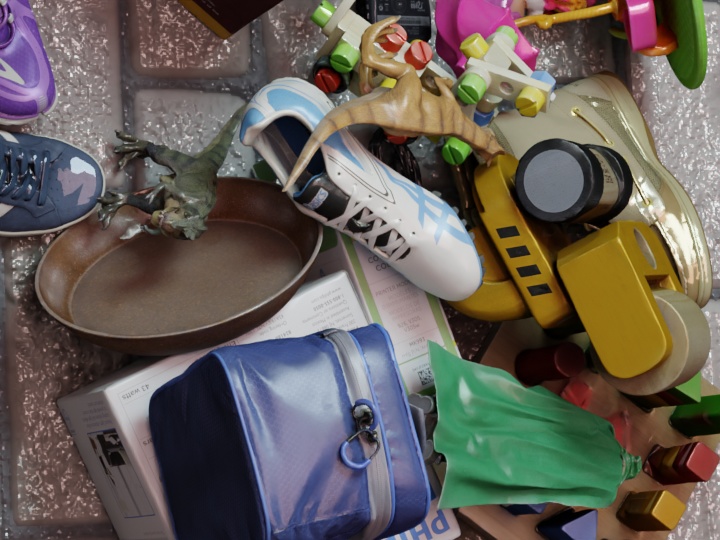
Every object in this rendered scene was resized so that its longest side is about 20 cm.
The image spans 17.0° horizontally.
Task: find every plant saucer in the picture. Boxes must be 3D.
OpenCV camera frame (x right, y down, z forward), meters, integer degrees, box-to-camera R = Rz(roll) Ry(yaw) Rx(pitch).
[{"bbox_3d":[-0.121,0.001,1.637,0.199,0.200,0.035,-24,124,-22],"label":"plant saucer"}]

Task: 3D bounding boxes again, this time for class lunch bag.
[{"bbox_3d":[-0.036,0.111,1.500,0.131,0.200,0.137,-11,82,-25],"label":"lunch bag"}]

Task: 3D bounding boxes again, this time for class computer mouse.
[{"bbox_3d":[0.021,-0.137,1.783,0.058,0.034,0.202,1,88,-38],"label":"computer mouse"}]

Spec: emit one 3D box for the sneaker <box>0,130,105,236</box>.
[{"bbox_3d":[-0.264,-0.069,1.628,0.199,0.084,0.076,5,78,-21],"label":"sneaker"}]

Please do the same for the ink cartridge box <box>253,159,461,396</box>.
[{"bbox_3d":[0.000,0.000,1.714,0.059,0.104,0.201,-22,91,-22],"label":"ink cartridge box"}]

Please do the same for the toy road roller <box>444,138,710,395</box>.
[{"bbox_3d":[0.139,0.010,1.674,0.145,0.123,0.201,-30,81,18],"label":"toy road roller"}]

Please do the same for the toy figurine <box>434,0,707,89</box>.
[{"bbox_3d":[0.140,-0.200,1.786,0.183,0.200,0.151,-14,126,-4],"label":"toy figurine"}]

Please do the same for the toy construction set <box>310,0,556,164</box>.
[{"bbox_3d":[0.040,-0.158,1.693,0.200,0.131,0.092,48,52,5],"label":"toy construction set"}]

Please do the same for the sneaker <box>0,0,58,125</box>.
[{"bbox_3d":[-0.264,-0.194,1.640,0.080,0.083,0.201,-25,90,-28],"label":"sneaker"}]

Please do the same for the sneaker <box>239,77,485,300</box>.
[{"bbox_3d":[-0.002,-0.045,1.619,0.200,0.072,0.073,42,46,-4],"label":"sneaker"}]

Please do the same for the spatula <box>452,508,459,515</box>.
[{"bbox_3d":[0.003,0.234,1.712,0.200,0.057,0.021,-41,77,-21],"label":"spatula"}]

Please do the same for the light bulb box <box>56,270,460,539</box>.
[{"bbox_3d":[-0.070,0.135,1.658,0.197,0.125,0.201,-25,94,-22],"label":"light bulb box"}]

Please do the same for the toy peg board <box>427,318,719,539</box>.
[{"bbox_3d":[0.175,0.123,1.770,0.200,0.098,0.200,36,72,-13],"label":"toy peg board"}]

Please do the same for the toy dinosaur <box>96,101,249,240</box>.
[{"bbox_3d":[-0.133,-0.064,1.676,0.087,0.200,0.048,0,120,10],"label":"toy dinosaur"}]

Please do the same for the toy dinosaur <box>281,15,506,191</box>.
[{"bbox_3d":[0.021,-0.109,1.588,0.199,0.060,0.107,0,54,-39],"label":"toy dinosaur"}]

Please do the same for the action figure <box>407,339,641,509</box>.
[{"bbox_3d":[0.120,0.125,1.674,0.199,0.055,0.119,14,67,-35],"label":"action figure"}]

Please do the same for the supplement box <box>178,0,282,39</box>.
[{"bbox_3d":[-0.099,-0.290,1.660,0.197,0.200,0.133,40,72,-12],"label":"supplement box"}]

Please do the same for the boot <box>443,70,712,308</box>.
[{"bbox_3d":[0.160,-0.043,1.778,0.155,0.073,0.201,-17,72,-25],"label":"boot"}]
